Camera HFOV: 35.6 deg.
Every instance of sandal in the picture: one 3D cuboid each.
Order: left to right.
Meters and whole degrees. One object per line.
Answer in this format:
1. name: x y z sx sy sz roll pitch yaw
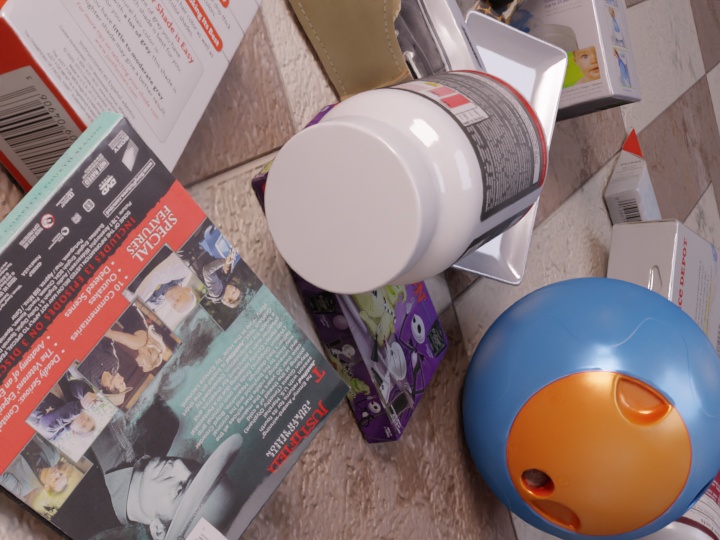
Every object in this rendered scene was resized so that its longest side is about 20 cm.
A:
1. sandal: -0.006 -0.182 0.777 0.070 0.077 0.212 -100 173 -62

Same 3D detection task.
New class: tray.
1. tray: 0.102 -0.096 0.894 0.107 0.022 0.200 16 84 -28

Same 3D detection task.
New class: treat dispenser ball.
1. treat dispenser ball: 0.178 0.106 0.855 0.201 0.201 0.201 28 57 -55

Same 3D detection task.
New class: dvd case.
1. dvd case: -0.097 0.051 0.498 0.146 0.022 0.200 -53 131 -18

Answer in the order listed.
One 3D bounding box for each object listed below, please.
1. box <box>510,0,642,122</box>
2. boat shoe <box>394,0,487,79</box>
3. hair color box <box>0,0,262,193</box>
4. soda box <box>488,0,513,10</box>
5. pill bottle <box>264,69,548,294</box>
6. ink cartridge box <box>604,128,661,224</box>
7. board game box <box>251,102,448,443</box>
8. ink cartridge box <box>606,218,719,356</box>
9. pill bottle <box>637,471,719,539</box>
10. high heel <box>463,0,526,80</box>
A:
1. box: 0.188 -0.250 1.083 0.101 0.112 0.200 -9 89 -60
2. boat shoe: 0.058 -0.134 0.827 0.072 0.068 0.200 17 51 -68
3. hair color box: -0.116 -0.129 0.541 0.111 0.064 0.200 57 37 -36
4. soda box: 0.084 -0.310 0.880 0.063 0.071 0.200 -43 102 -24
5. pill bottle: 0.033 -0.057 0.680 0.200 0.116 0.116 -28 106 -60
6. ink cartridge box: 0.369 -0.074 1.424 0.200 0.047 0.160 -54 127 -51
7. board game box: 0.000 0.000 0.750 0.200 0.032 0.120 67 27 -22
8. ink cartridge box: 0.360 0.039 1.281 0.200 0.085 0.145 24 71 -48
9. pill bottle: 0.312 0.253 1.145 0.114 0.114 0.200 58 35 -34
10. high heel: 0.141 -0.205 0.960 0.142 0.071 0.200 -13 86 -19
